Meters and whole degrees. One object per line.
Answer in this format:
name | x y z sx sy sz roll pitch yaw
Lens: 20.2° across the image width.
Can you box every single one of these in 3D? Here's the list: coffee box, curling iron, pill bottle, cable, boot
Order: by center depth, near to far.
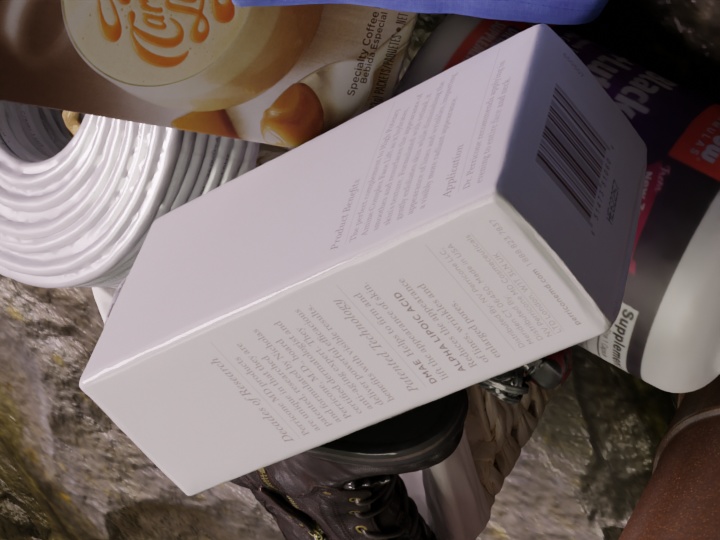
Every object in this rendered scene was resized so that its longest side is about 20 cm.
coffee box | -0.081 -0.120 0.764 0.198 0.080 0.115 7 117 -20
pill bottle | 0.110 -0.021 0.809 0.199 0.112 0.112 29 145 18
curling iron | 0.071 0.031 0.852 0.049 0.026 0.200 31 -172 10
boot | 0.014 0.107 0.885 0.199 0.069 0.175 0 133 53
cable | -0.127 -0.090 0.908 0.200 0.069 0.201 34 116 34

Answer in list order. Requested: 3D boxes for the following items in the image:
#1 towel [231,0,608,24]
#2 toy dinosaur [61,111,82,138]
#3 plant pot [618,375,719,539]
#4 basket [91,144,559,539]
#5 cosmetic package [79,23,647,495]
towel | 0.031 -0.125 0.643 0.144 0.024 0.200 5 164 -6
toy dinosaur | -0.136 -0.053 1.077 0.101 0.058 0.201 33 147 11
plant pot | 0.183 0.159 0.866 0.199 0.198 0.201 26 145 20
basket | -0.010 0.028 0.981 0.199 0.123 0.136 18 141 33
cosmetic package | 0.000 0.000 0.743 0.199 0.102 0.074 -25 119 34
